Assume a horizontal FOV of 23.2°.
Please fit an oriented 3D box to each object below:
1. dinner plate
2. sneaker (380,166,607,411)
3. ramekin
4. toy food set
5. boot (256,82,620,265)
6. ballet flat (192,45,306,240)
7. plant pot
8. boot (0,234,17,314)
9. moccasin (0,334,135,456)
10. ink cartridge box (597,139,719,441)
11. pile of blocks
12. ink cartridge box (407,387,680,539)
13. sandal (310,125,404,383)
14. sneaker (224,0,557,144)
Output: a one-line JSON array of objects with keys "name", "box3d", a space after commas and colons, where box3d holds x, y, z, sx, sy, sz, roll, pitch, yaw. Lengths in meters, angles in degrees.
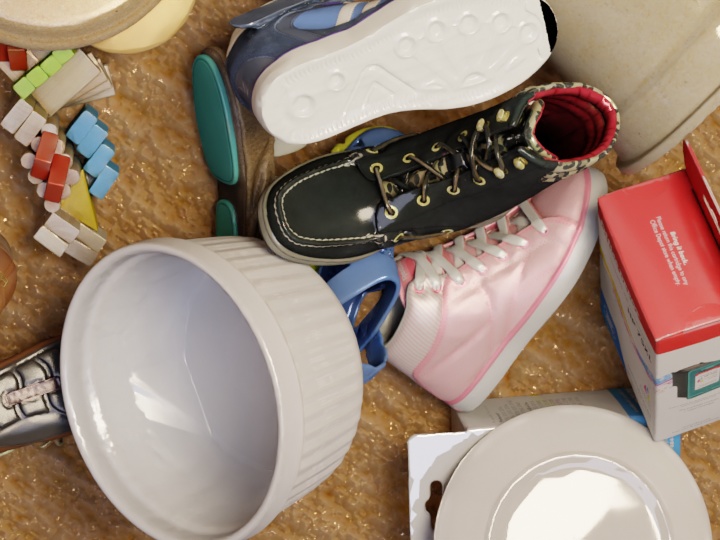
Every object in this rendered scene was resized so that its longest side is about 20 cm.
[{"name": "dinner plate", "box3d": [0.150, 0.193, 1.221, 0.199, 0.024, 0.201, 1, 84, -5]}, {"name": "sneaker", "box3d": [0.084, -0.002, 1.229, 0.104, 0.075, 0.201, 29, 105, -20]}, {"name": "ramekin", "box3d": [-0.091, 0.072, 1.141, 0.105, 0.200, 0.201, -16, 115, -49]}, {"name": "toy food set", "box3d": [-0.197, -0.240, 1.120, 0.199, 0.049, 0.199, 1, 94, -11]}, {"name": "boot", "box3d": [0.049, -0.065, 1.103, 0.203, 0.154, 0.074, -11, 80, -32]}, {"name": "ballet flat", "box3d": [-0.069, -0.060, 1.203, 0.072, 0.068, 0.201, -14, 109, -24]}, {"name": "plant pot", "box3d": [0.170, -0.197, 1.136, 0.183, 0.200, 0.201, 41, 98, -5]}, {"name": "boot", "box3d": [-0.313, 0.049, 1.150, 0.199, 0.155, 0.077, -25, 109, 1]}, {"name": "moccasin", "box3d": [-0.225, 0.091, 1.219, 0.201, 0.078, 0.074, -24, 93, -19]}, {"name": "ink cartridge box", "box3d": [0.208, 0.016, 1.179, 0.067, 0.117, 0.200, -18, 149, -1]}, {"name": "pile of blocks", "box3d": [-0.200, -0.096, 1.171, 0.082, 0.062, 0.201, -17, 108, -2]}, {"name": "ink cartridge box", "box3d": [0.129, 0.154, 1.286, 0.199, 0.068, 0.116, -4, 105, -7]}, {"name": "sandal", "box3d": [0.000, 0.000, 1.193, 0.079, 0.087, 0.201, 18, 87, -39]}, {"name": "sneaker", "box3d": [0.010, -0.153, 1.118, 0.199, 0.147, 0.081, -19, 120, -5]}]
